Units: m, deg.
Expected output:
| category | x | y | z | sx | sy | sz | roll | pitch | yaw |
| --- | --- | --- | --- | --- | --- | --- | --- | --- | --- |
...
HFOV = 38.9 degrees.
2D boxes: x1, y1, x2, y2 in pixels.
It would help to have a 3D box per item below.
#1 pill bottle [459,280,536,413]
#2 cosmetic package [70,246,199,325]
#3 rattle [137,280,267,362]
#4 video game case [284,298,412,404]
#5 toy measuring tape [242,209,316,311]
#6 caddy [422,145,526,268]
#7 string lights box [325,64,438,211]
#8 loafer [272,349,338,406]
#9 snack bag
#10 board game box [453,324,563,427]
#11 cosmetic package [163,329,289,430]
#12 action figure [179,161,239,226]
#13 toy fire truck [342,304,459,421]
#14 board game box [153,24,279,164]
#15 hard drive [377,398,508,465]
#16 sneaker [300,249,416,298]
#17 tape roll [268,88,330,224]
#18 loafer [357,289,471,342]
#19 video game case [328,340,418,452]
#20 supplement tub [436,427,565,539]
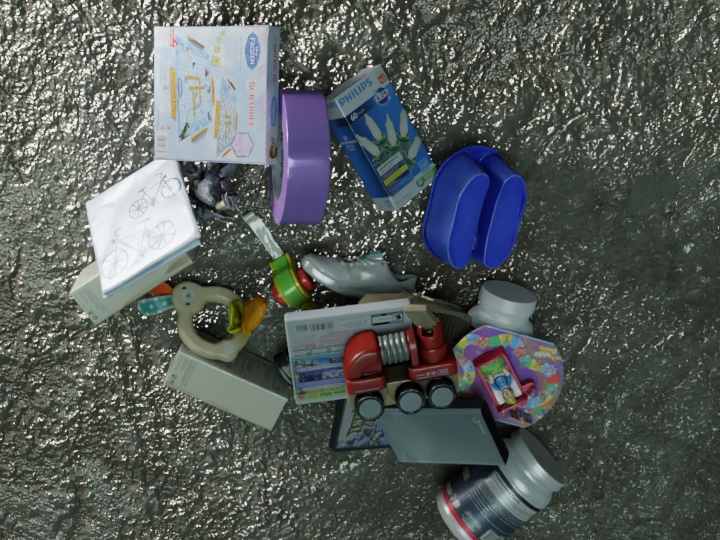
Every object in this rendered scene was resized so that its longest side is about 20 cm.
| category | x | y | z | sx | sy | sz | roll | pitch | yaw |
| --- | --- | --- | --- | --- | --- | --- | --- | --- | --- |
| pill bottle | 0.224 | 0.126 | 1.705 | 0.115 | 0.117 | 0.202 | 11 | 109 | -5 |
| cosmetic package | -0.362 | -0.007 | 1.649 | 0.199 | 0.105 | 0.071 | -31 | 110 | 12 |
| rattle | -0.262 | 0.054 | 1.647 | 0.199 | 0.143 | 0.131 | 37 | 77 | -2 |
| video game case | -0.015 | 0.131 | 1.625 | 0.198 | 0.022 | 0.183 | -7 | 127 | -4 |
| toy measuring tape | -0.132 | -0.005 | 1.671 | 0.073 | 0.074 | 0.201 | -29 | 109 | 10 |
| caddy | 0.177 | -0.097 | 1.625 | 0.140 | 0.105 | 0.202 | 1 | 115 | -26 |
| string lights box | 0.029 | -0.203 | 1.582 | 0.103 | 0.059 | 0.201 | -40 | 111 | -23 |
| loafer | -0.058 | 0.179 | 1.748 | 0.199 | 0.073 | 0.072 | 27 | 106 | -21 |
| snack bag | -0.345 | -0.077 | 1.594 | 0.187 | 0.201 | 0.021 | -30 | 145 | 11 |
| board game box | 0.234 | 0.180 | 1.641 | 0.198 | 0.039 | 0.159 | 15 | 109 | -8 |
| cosmetic package | -0.222 | 0.181 | 1.724 | 0.199 | 0.104 | 0.074 | 26 | 110 | -9 |
| action figure | -0.223 | -0.160 | 1.599 | 0.129 | 0.069 | 0.202 | 29 | 100 | 26 |
| toy fire truck | 0.058 | 0.120 | 1.550 | 0.174 | 0.129 | 0.202 | -8 | 116 | -2 |
| board game box | -0.217 | -0.262 | 1.524 | 0.197 | 0.041 | 0.202 | 6 | 99 | 23 |
| hard drive | 0.134 | 0.268 | 1.697 | 0.198 | 0.033 | 0.140 | -5 | 130 | 30 |
| sneaker | 0.000 | 0.000 | 1.680 | 0.198 | 0.075 | 0.089 | 23 | 106 | -20 |
| tape roll | -0.094 | -0.170 | 1.534 | 0.065 | 0.200 | 0.202 | -1 | 112 | -13 |
| loafer | 0.084 | 0.067 | 1.649 | 0.198 | 0.069 | 0.076 | 8 | 129 | -16 |
| video game case | 0.047 | 0.214 | 1.744 | 0.179 | 0.025 | 0.202 | 1 | 112 | -28 |
| supplement tub | 0.245 | 0.387 | 1.792 | 0.200 | 0.141 | 0.140 | -42 | 106 | 14 |
